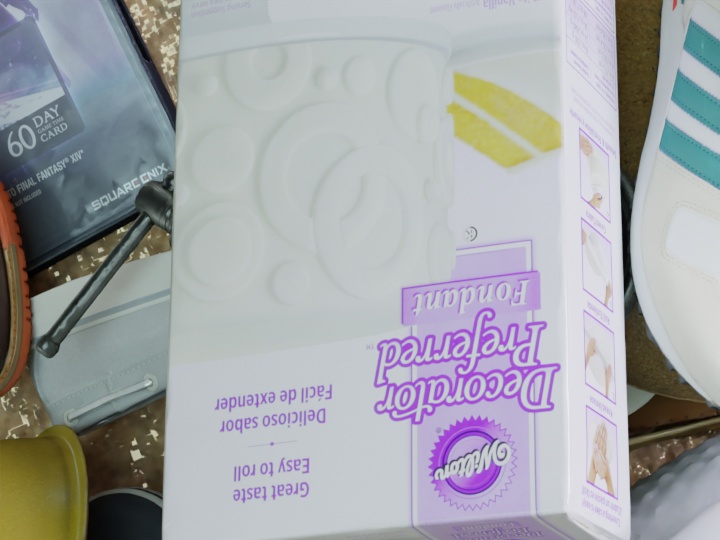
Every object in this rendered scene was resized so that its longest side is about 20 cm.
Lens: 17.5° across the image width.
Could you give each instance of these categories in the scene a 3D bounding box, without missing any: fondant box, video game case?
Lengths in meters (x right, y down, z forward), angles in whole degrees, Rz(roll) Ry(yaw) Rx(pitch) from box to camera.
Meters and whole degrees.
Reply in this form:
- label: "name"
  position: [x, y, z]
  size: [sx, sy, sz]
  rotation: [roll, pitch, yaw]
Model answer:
- label: "fondant box"
  position: [0.011, -0.005, 0.781]
  size: [0.144, 0.058, 0.201]
  rotation: [-8, 71, 24]
- label: "video game case"
  position: [-0.167, -0.094, 0.962]
  size: [0.142, 0.019, 0.201]
  rotation: [-28, 83, 12]

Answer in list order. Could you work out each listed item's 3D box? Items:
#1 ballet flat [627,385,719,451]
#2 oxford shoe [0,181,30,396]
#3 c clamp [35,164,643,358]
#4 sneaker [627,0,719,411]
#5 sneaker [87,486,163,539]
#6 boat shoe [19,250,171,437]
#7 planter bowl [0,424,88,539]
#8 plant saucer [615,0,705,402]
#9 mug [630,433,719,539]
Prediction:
- label: "ballet flat"
  position: [0.137, 0.031, 0.861]
  size: [0.199, 0.063, 0.069]
  rotation: [-22, 84, 12]
- label: "oxford shoe"
  position: [-0.194, -0.037, 0.913]
  size: [0.071, 0.072, 0.201]
  rotation: [-35, 77, 32]
- label: "c clamp"
  position: [0.000, 0.000, 0.834]
  size: [0.199, 0.027, 0.171]
  rotation: [29, 86, 30]
- label: "sneaker"
  position: [0.137, -0.053, 0.761]
  size: [0.070, 0.093, 0.201]
  rotation: [11, 66, -11]
- label: "sneaker"
  position: [-0.087, 0.175, 0.842]
  size: [0.078, 0.079, 0.201]
  rotation: [-8, 77, 17]
- label: "boat shoe"
  position: [-0.040, 0.018, 0.901]
  size: [0.199, 0.072, 0.069]
  rotation: [-17, 88, 12]
- label: "planter bowl"
  position: [-0.175, 0.142, 0.859]
  size: [0.083, 0.200, 0.201]
  rotation: [18, 94, -19]
- label: "plant saucer"
  position: [0.131, -0.053, 0.840]
  size: [0.199, 0.035, 0.201]
  rotation: [-2, 67, 5]
- label: "mug"
  position: [0.124, 0.130, 0.794]
  size: [0.175, 0.200, 0.148]
  rotation: [-44, 62, 3]
